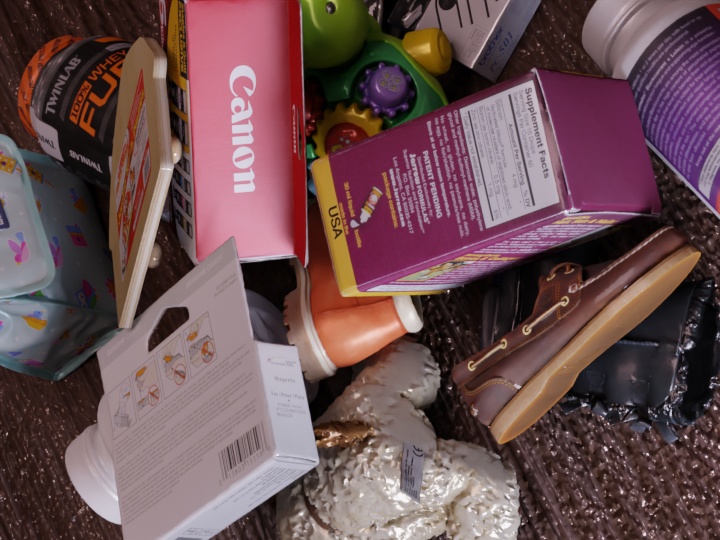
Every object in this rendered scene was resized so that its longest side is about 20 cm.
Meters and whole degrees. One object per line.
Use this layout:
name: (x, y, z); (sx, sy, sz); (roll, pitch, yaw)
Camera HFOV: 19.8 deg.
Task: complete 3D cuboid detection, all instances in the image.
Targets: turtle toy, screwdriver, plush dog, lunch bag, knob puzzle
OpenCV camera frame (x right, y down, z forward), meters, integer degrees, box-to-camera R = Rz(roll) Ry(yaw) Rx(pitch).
turtle toy: (-0.002, -0.131, 1.575); (0.145, 0.101, 0.202); (-10, 110, 25)
screwdriver: (0.106, -0.027, 1.560); (0.028, 0.029, 0.202); (-2, 82, 32)
plush dog: (-0.001, 0.168, 1.530); (0.200, 0.160, 0.172); (53, 130, 31)
lunch bag: (-0.302, -0.016, 1.726); (0.121, 0.199, 0.171); (-33, 61, 22)
knob puzzle: (-0.161, -0.087, 1.566); (0.219, 0.030, 0.222); (-176, 90, -74)

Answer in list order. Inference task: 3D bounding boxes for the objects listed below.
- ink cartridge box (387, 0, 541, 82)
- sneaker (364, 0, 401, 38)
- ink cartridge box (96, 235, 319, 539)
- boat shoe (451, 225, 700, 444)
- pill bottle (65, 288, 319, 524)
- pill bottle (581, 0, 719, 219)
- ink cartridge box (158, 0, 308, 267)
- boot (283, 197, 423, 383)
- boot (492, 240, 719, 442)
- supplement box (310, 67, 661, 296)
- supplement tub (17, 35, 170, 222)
ink cartridge box: (0.112, -0.258, 1.610); (0.094, 0.044, 0.201); (33, 97, 33)
sneaker: (-0.022, -0.230, 1.682); (0.115, 0.075, 0.202); (-26, 75, 20)
ink cartridge box: (-0.117, 0.099, 1.514); (0.200, 0.043, 0.175); (-37, 54, 41)
boat shoe: (0.143, 0.032, 1.421); (0.200, 0.070, 0.071); (-43, 69, 19)
pill bottle: (-0.138, 0.113, 1.639); (0.200, 0.110, 0.111); (-39, 60, 19)
pill bottle: (0.246, -0.122, 1.446); (0.112, 0.111, 0.200); (-48, 58, 14)
ink cartridge box: (-0.096, -0.113, 1.540); (0.176, 0.083, 0.202); (-136, 43, -70)
boot: (0.000, 0.000, 1.577); (0.106, 0.075, 0.201); (-23, 34, 12)
boot: (0.180, 0.015, 1.479); (0.161, 0.073, 0.200); (8, 90, 37)
supplement box: (0.085, -0.057, 1.428); (0.199, 0.130, 0.104); (-20, 78, 34)
supplement tub: (-0.188, -0.122, 1.725); (0.199, 0.122, 0.123); (25, 92, 35)
